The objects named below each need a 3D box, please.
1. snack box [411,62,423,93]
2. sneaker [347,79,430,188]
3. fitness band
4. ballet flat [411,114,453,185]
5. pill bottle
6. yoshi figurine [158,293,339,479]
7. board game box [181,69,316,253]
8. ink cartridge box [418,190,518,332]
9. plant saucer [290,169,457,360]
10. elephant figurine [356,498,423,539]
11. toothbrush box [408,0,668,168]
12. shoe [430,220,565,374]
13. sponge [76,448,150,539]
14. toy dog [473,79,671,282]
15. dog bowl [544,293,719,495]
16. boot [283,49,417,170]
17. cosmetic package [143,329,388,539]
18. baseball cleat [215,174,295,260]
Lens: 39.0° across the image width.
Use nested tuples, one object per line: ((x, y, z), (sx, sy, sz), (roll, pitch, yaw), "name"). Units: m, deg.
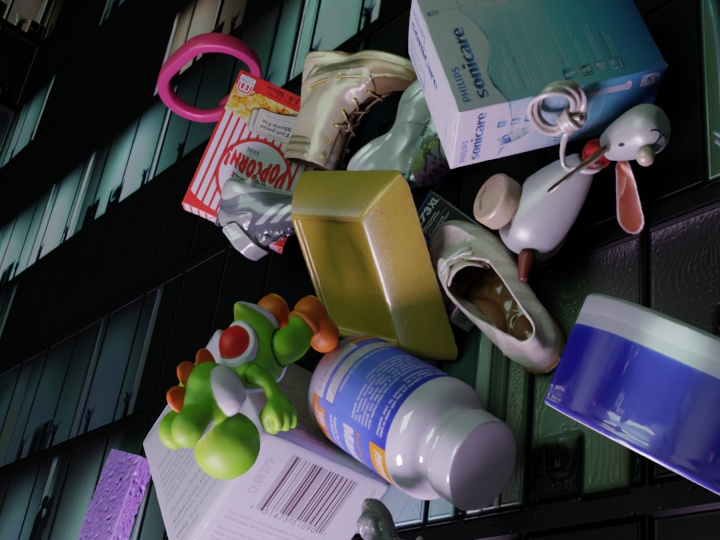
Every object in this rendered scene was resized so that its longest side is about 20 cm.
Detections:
((0.158, -0.284, 1.085), (0.165, 0.068, 0.204), (7, 69, 20), "snack box")
((0.067, -0.145, 1.190), (0.200, 0.074, 0.089), (-48, 46, 31), "sneaker")
((-0.251, -0.317, 1.687), (0.199, 0.142, 0.038), (-29, 45, 41), "fitness band")
((0.127, -0.178, 1.123), (0.202, 0.069, 0.071), (-57, 41, 2), "ballet flat")
((0.047, 0.141, 0.938), (0.199, 0.111, 0.114), (25, 86, 51), "pill bottle")
((-0.101, 0.113, 0.932), (0.200, 0.111, 0.113), (-45, -14, -43), "yoshi figurine")
((-0.135, -0.148, 1.388), (0.046, 0.149, 0.203), (134, 158, -81), "board game box")
((0.086, -0.020, 1.089), (0.096, 0.037, 0.200), (-57, 30, 7), "ink cartridge box")
((0.000, 0.000, 1.057), (0.048, 0.203, 0.199), (-27, 19, -29), "plant saucer")
((0.079, 0.275, 0.798), (0.139, 0.158, 0.200), (-16, 14, 5), "elephant figurine")
((0.156, -0.195, 0.936), (0.086, 0.196, 0.149), (92, 163, -60), "toothbrush box")
((0.120, 0.013, 0.953), (0.070, 0.053, 0.201), (-48, 48, 12), "shoe")
((-0.356, 0.357, 1.435), (0.111, 0.030, 0.204), (-6, 61, 53), "sponge")
((0.184, -0.060, 0.900), (0.201, 0.129, 0.098), (117, 160, -52), "toy dog")
((0.221, 0.093, 0.653), (0.199, 0.198, 0.080), (24, 88, 58), "dog bowl")
((-0.009, -0.201, 1.312), (0.197, 0.072, 0.159), (10, 81, 35), "boot")
((-0.106, 0.203, 1.068), (0.166, 0.163, 0.200), (-54, 32, 10), "cosmetic package")
((-0.097, -0.058, 1.307), (0.197, 0.069, 0.109), (16, 92, 28), "baseball cleat")
